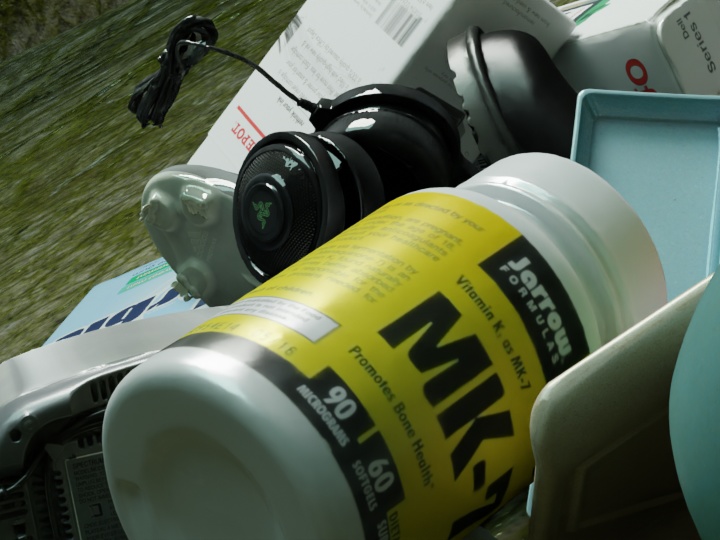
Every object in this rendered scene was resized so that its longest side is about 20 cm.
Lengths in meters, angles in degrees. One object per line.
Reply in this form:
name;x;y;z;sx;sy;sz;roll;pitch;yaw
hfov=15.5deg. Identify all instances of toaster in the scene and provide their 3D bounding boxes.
toaster;-0.086;0.081;1.105;0.199;0.114;0.129;-13;11;-10

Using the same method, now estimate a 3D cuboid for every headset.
headset;-0.014;-0.030;1.136;0.094;0.200;0.123;-49;-9;37

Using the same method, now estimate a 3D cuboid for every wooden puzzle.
wooden puzzle;0.132;0.041;0.943;0.185;0.037;0.200;-33;-24;-11

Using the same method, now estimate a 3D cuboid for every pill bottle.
pill bottle;0.014;0.040;0.937;0.114;0.115;0.200;-12;17;48

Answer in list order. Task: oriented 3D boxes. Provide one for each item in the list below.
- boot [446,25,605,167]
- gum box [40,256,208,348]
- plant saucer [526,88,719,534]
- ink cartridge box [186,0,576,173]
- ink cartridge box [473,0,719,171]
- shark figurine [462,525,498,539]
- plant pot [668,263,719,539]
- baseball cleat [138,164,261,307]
boot;0.147;-0.049;1.167;0.158;0.212;0.079;-32;-14;5
gum box;-0.091;0.035;1.333;0.169;0.045;0.200;-23;14;23
plant saucer;0.114;0.016;1.083;0.070;0.019;0.201;4;62;11
ink cartridge box;0.000;-0.075;1.278;0.200;0.067;0.116;-53;33;8
ink cartridge box;0.124;-0.058;1.309;0.200;0.146;0.084;-11;21;48
shark figurine;0.021;0.130;0.988;0.214;0.090;0.128;6;31;46
plant pot;0.190;0.038;0.780;0.161;0.201;0.201;-34;8;38
baseball cleat;0.000;0.000;1.201;0.106;0.200;0.070;-46;-18;-49
